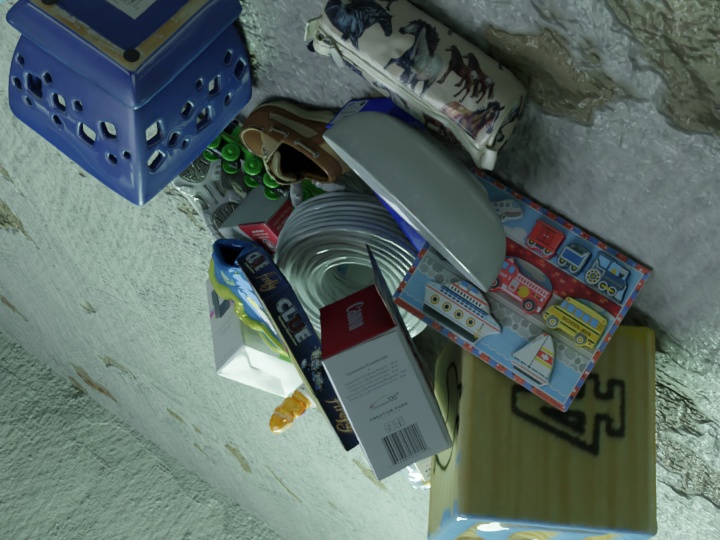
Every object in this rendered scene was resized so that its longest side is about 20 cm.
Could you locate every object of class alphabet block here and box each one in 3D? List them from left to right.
[{"bbox_3d":[0.177,0.170,1.242,0.193,0.203,0.196,6,159,-6],"label":"alphabet block"}]

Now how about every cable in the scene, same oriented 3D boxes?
[{"bbox_3d":[0.000,0.000,1.390,0.197,0.070,0.201,14,137,2],"label":"cable"}]

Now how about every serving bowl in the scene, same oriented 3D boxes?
[{"bbox_3d":[0.059,-0.073,1.089,0.200,0.066,0.200,44,180,0],"label":"serving bowl"}]

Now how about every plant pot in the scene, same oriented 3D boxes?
[{"bbox_3d":[-0.238,-0.225,1.276,0.199,0.200,0.181,34,151,13],"label":"plant pot"}]

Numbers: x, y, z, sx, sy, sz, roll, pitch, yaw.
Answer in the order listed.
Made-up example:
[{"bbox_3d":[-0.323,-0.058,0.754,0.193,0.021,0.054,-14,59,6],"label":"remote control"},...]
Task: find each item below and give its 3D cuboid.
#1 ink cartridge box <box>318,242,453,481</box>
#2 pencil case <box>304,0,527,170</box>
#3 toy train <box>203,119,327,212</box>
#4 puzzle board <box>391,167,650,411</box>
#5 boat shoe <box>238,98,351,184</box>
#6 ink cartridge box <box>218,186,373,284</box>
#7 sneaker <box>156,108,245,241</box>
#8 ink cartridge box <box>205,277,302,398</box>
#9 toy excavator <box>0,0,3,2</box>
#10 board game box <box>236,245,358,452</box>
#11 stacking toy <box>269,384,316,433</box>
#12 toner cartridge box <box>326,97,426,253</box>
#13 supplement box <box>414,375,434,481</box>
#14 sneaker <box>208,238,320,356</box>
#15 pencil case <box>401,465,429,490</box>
[{"bbox_3d":[0.012,0.083,1.239,0.200,0.083,0.177,-103,-12,-78],"label":"ink cartridge box"},{"bbox_3d":[0.049,-0.167,1.042,0.199,0.090,0.078,36,152,8],"label":"pencil case"},{"bbox_3d":[-0.099,-0.116,1.438,0.199,0.057,0.042,33,157,13],"label":"toy train"},{"bbox_3d":[0.146,0.015,1.160,0.199,0.152,0.017,32,179,20],"label":"puzzle board"},{"bbox_3d":[-0.074,-0.134,1.337,0.199,0.074,0.076,10,144,52],"label":"boat shoe"},{"bbox_3d":[-0.061,-0.012,1.543,0.200,0.083,0.145,48,157,-20],"label":"ink cartridge box"},{"bbox_3d":[-0.211,-0.126,1.586,0.099,0.077,0.202,43,161,55],"label":"sneaker"},{"bbox_3d":[-0.135,0.055,1.622,0.116,0.202,0.067,24,127,-33],"label":"ink cartridge box"},{"bbox_3d":[-0.430,-0.327,1.377,0.193,0.201,0.100,6,141,55],"label":"toy excavator"},{"bbox_3d":[-0.062,0.082,1.335,0.202,0.034,0.136,63,173,-25],"label":"board game box"},{"bbox_3d":[-0.055,0.142,1.675,0.110,0.201,0.116,41,158,-5],"label":"stacking toy"},{"bbox_3d":[0.057,-0.085,1.255,0.095,0.043,0.201,9,143,55],"label":"toner cartridge box"},{"bbox_3d":[0.064,0.164,1.624,0.201,0.073,0.127,61,-177,-42],"label":"supplement box"},{"bbox_3d":[-0.114,0.030,1.494,0.199,0.076,0.105,32,157,23],"label":"sneaker"},{"bbox_3d":[0.052,0.230,1.823,0.200,0.091,0.083,44,158,-11],"label":"pencil case"}]
